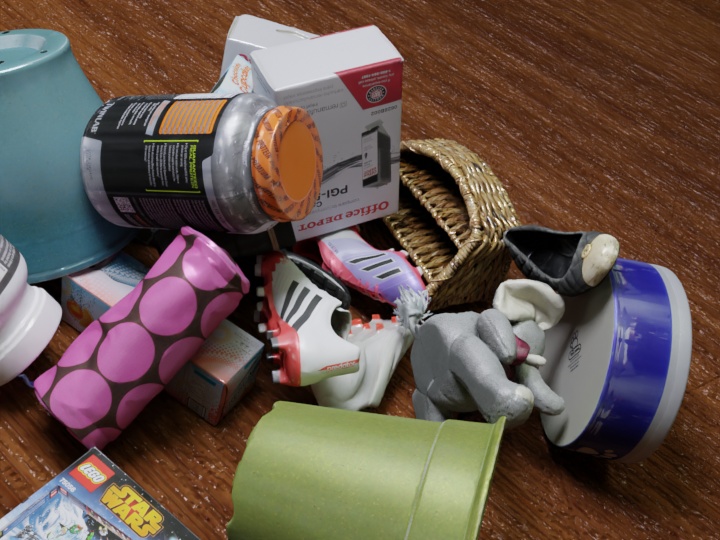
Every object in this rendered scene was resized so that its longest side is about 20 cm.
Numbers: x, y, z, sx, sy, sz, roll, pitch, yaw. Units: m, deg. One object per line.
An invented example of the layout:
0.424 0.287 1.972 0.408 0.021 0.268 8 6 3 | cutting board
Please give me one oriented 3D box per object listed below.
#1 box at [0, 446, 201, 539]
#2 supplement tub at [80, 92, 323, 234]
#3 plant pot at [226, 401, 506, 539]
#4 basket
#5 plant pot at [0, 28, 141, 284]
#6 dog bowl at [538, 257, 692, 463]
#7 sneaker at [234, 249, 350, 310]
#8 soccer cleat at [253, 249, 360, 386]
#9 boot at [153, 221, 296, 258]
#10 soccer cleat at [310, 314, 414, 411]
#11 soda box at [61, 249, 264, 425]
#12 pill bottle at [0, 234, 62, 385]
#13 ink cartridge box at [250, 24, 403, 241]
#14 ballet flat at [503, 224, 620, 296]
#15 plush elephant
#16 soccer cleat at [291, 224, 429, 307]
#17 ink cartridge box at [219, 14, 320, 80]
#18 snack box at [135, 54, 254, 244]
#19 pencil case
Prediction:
-0.181 0.240 0.625 0.199 0.040 0.137 35 42 17 | box
-0.141 -0.097 0.761 0.197 0.124 0.123 5 33 25 | supplement tub
0.002 0.188 0.668 0.187 0.202 0.201 15 38 12 | plant pot
0.077 -0.064 1.004 0.147 0.144 0.201 -8 46 -31 | basket
-0.324 -0.119 0.809 0.196 0.190 0.201 -4 33 3 | plant pot
0.252 0.088 0.860 0.077 0.202 0.202 12 39 -6 | dog bowl
-0.098 -0.013 0.928 0.197 0.077 0.088 21 33 1 | sneaker
-0.054 0.040 0.793 0.084 0.070 0.201 -2 27 -13 | soccer cleat
-0.157 -0.063 0.873 0.136 0.079 0.200 -21 26 -10 | boot
0.005 0.098 0.858 0.068 0.079 0.200 -5 11 26 | soccer cleat
-0.192 0.058 0.811 0.198 0.064 0.068 32 40 12 | soda box
-0.352 0.000 0.697 0.201 0.115 0.117 51 26 -31 | pill bottle
-0.033 -0.144 0.918 0.145 0.202 0.083 -17 46 -16 | ink cartridge box
0.198 -0.014 0.855 0.056 0.067 0.200 33 -6 -12 | ballet flat
0.130 0.095 0.826 0.153 0.166 0.202 1 46 -28 | plush elephant
0.000 0.000 0.944 0.076 0.067 0.200 -31 43 -20 | soccer cleat
-0.102 -0.181 1.008 0.143 0.202 0.088 14 32 -8 | ink cartridge box
-0.185 -0.131 0.924 0.037 0.200 0.117 33 35 -19 | snack box
-0.189 0.052 0.726 0.200 0.091 0.094 -45 29 -7 | pencil case
